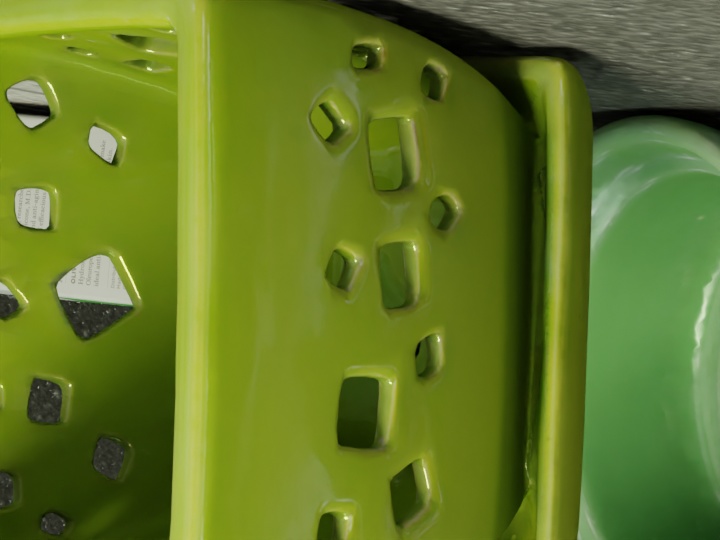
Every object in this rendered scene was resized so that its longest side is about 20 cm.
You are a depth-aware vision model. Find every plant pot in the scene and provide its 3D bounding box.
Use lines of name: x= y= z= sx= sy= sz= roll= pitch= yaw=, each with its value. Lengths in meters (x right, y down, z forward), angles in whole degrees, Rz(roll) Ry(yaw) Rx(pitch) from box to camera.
plant pot: x=-0.035 y=0.015 z=0.926 sx=0.181 sy=0.202 sz=0.198 roll=2 pitch=180 yaw=-38

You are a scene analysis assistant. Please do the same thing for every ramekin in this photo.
ramekin: x=0.140 y=0.045 z=1.063 sx=0.097 sy=0.202 sz=0.200 roll=0 pitch=-179 yaw=-30

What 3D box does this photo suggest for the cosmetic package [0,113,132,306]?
cosmetic package: x=-0.159 y=-0.031 z=1.349 sx=0.199 sy=0.085 sz=0.107 roll=5 pitch=179 yaw=23
